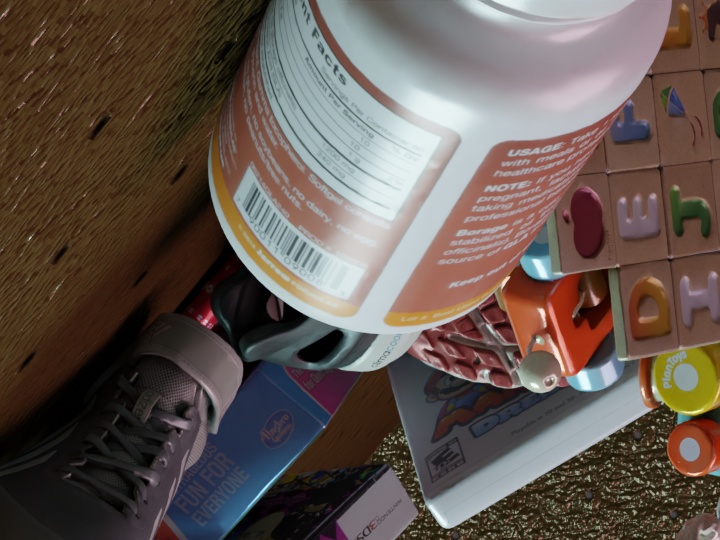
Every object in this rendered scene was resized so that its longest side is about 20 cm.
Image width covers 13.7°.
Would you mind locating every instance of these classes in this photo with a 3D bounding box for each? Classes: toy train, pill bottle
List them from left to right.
[{"bbox_3d":[0.028,-0.071,0.918,0.112,0.112,0.200,-47,174,-33],"label":"pill bottle"},{"bbox_3d":[0.103,0.028,1.135,0.150,0.056,0.200,-56,138,-30],"label":"toy train"}]

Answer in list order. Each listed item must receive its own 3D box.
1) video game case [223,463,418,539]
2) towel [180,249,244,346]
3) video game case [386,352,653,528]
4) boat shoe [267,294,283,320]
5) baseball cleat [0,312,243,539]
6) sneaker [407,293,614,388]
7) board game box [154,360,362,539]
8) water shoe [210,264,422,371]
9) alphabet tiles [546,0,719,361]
[{"bbox_3d":[-0.093,0.163,1.421,0.200,0.036,0.181,-12,-154,51],"label":"video game case"},{"bbox_3d":[-0.072,0.038,1.318,0.200,0.022,0.145,-50,174,-1],"label":"towel"},{"bbox_3d":[0.105,0.020,1.359,0.200,0.024,0.182,-32,-157,7],"label":"video game case"},{"bbox_3d":[0.000,0.000,1.236,0.072,0.066,0.200,-46,163,-12],"label":"boat shoe"},{"bbox_3d":[-0.096,0.066,1.141,0.107,0.070,0.200,-57,-176,8],"label":"baseball cleat"},{"bbox_3d":[0.091,-0.010,1.228,0.200,0.078,0.082,-24,-161,-32],"label":"sneaker"},{"bbox_3d":[-0.039,0.056,1.410,0.153,0.040,0.200,-48,-176,33],"label":"board game box"},{"bbox_3d":[0.002,-0.046,1.066,0.079,0.072,0.200,-3,123,-32],"label":"water shoe"},{"bbox_3d":[0.125,-0.057,1.098,0.006,0.167,0.200,-4,-177,40],"label":"alphabet tiles"}]
